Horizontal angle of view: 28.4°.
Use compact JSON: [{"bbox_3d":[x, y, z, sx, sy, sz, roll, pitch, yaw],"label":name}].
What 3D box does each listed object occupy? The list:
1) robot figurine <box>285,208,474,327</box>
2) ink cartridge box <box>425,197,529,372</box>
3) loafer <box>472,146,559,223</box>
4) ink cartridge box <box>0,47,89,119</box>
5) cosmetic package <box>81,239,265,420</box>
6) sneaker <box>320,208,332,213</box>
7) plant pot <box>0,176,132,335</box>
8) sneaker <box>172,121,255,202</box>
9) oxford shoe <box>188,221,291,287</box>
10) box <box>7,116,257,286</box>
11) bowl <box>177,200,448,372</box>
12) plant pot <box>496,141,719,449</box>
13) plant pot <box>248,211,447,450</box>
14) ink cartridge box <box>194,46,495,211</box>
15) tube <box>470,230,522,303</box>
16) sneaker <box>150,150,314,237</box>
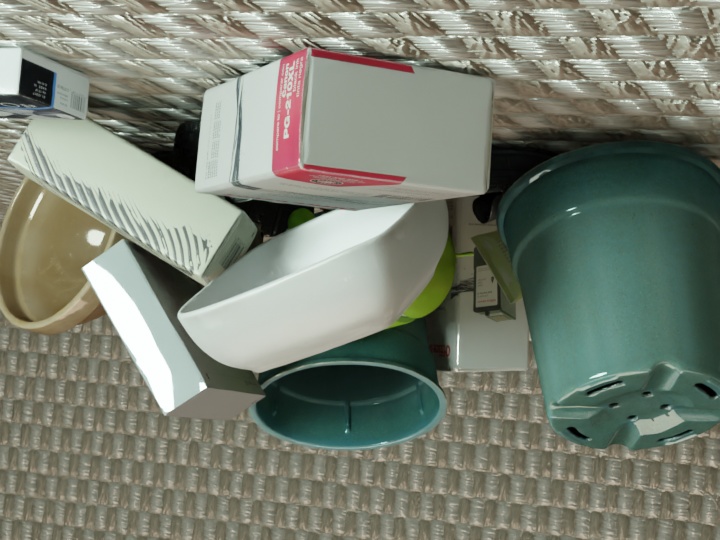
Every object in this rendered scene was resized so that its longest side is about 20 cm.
[{"bbox_3d":[0.000,0.000,1.306,0.199,0.116,0.175,-17,159,31],"label":"robot figurine"},{"bbox_3d":[0.115,0.005,1.494,0.084,0.201,0.145,2,178,-15],"label":"ink cartridge box"},{"bbox_3d":[0.118,-0.076,1.268,0.199,0.071,0.068,5,176,-16],"label":"loafer"},{"bbox_3d":[-0.315,-0.139,1.066,0.199,0.039,0.099,4,177,20],"label":"ink cartridge box"},{"bbox_3d":[-0.165,0.060,1.297,0.052,0.151,0.200,-35,168,5],"label":"cosmetic package"},{"bbox_3d":[0.004,-0.091,1.360,0.077,0.073,0.200,-26,162,25],"label":"sneaker"},{"bbox_3d":[-0.264,-0.027,1.392,0.200,0.202,0.093,1,163,44],"label":"plant pot"},{"bbox_3d":[-0.088,-0.100,1.226,0.087,0.076,0.200,2,-172,-27],"label":"sneaker"},{"bbox_3d":[-0.126,-0.023,1.274,0.200,0.075,0.071,46,163,19],"label":"oxford shoe"},{"bbox_3d":[-0.190,-0.063,1.199,0.199,0.069,0.082,30,173,11],"label":"box"},{"bbox_3d":[-0.026,0.009,1.116,0.199,0.075,0.200,-20,-168,24],"label":"bowl"},{"bbox_3d":[0.219,0.030,1.181,0.199,0.197,0.201,-1,148,0],"label":"plant pot"},{"bbox_3d":[-0.014,0.055,1.473,0.199,0.197,0.201,-1,149,0],"label":"plant pot"},{"bbox_3d":[-0.017,-0.095,1.020,0.144,0.085,0.200,6,176,-26],"label":"ink cartridge box"},{"bbox_3d":[0.209,-0.032,1.394,0.199,0.052,0.058,-21,-152,-23],"label":"tube"},{"bbox_3d":[-0.153,-0.090,1.533,0.200,0.076,0.115,14,-178,-21],"label":"sneaker"}]
